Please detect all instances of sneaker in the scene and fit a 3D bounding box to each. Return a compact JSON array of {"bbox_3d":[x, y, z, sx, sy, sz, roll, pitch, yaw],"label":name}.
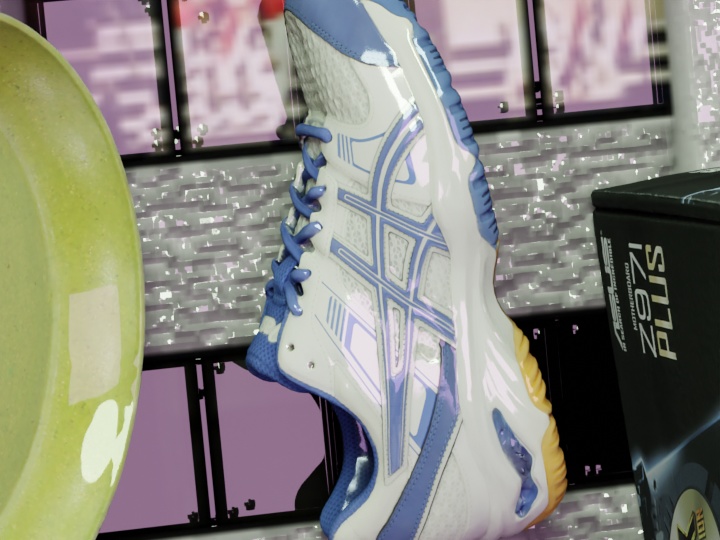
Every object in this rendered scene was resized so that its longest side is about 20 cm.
[{"bbox_3d":[0.000,0.000,0.933,0.088,0.075,0.201,-18,95,-8],"label":"sneaker"}]

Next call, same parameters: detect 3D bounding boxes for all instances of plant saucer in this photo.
[{"bbox_3d":[-0.132,0.021,0.857,0.031,0.200,0.201,3,93,29],"label":"plant saucer"}]

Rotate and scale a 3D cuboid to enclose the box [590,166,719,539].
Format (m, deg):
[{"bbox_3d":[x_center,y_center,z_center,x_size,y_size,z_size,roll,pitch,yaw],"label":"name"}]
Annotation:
[{"bbox_3d":[0.147,0.066,0.916,0.086,0.164,0.201,-10,95,-9],"label":"box"}]
